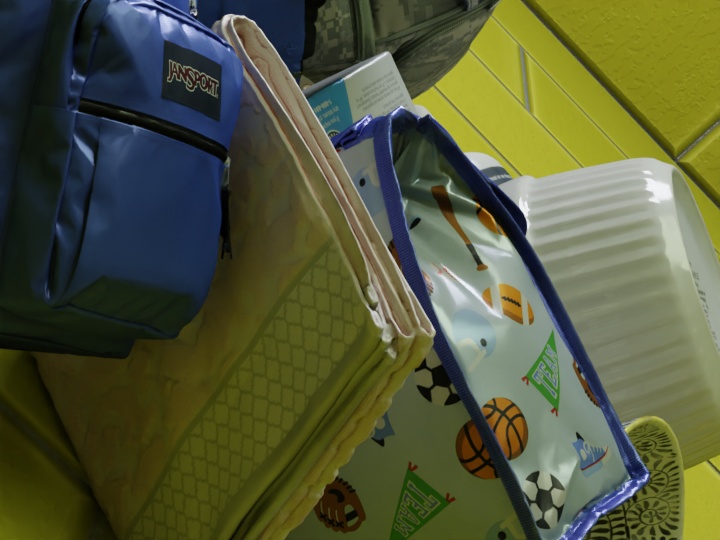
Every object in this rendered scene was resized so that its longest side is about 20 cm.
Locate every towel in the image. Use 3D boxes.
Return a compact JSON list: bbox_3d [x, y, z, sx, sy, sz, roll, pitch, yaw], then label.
[{"bbox_3d":[-0.064,0.027,0.978,0.032,0.200,0.191,8,40,-38],"label":"towel"}]

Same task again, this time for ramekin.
[{"bbox_3d":[0.158,0.029,1.376,0.200,0.105,0.201,-18,90,-76],"label":"ramekin"}]

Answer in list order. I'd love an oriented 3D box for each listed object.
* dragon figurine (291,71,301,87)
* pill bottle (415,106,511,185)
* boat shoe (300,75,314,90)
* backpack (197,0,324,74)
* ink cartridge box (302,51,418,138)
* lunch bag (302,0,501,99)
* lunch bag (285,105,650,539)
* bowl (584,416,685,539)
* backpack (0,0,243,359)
[{"bbox_3d":[-0.091,-0.080,1.113,0.200,0.099,0.059,25,53,-68],"label":"dragon figurine"},{"bbox_3d":[0.069,-0.008,1.569,0.200,0.120,0.120,52,15,15],"label":"pill bottle"},{"bbox_3d":[-0.035,-0.017,1.393,0.074,0.073,0.201,-11,83,-52],"label":"boat shoe"},{"bbox_3d":[-0.110,-0.164,1.276,0.200,0.167,0.163,-148,-131,-65],"label":"backpack"},{"bbox_3d":[0.000,0.000,1.286,0.200,0.084,0.145,64,29,-6],"label":"ink cartridge box"},{"bbox_3d":[0.006,-0.177,1.478,0.200,0.167,0.140,126,-46,-79],"label":"lunch bag"},{"bbox_3d":[0.004,0.046,1.040,0.200,0.170,0.124,61,34,0],"label":"lunch bag"},{"bbox_3d":[0.084,0.161,1.169,0.094,0.201,0.201,12,-2,25],"label":"bowl"},{"bbox_3d":[-0.133,-0.071,0.935,0.162,0.167,0.201,21,74,-66],"label":"backpack"}]
